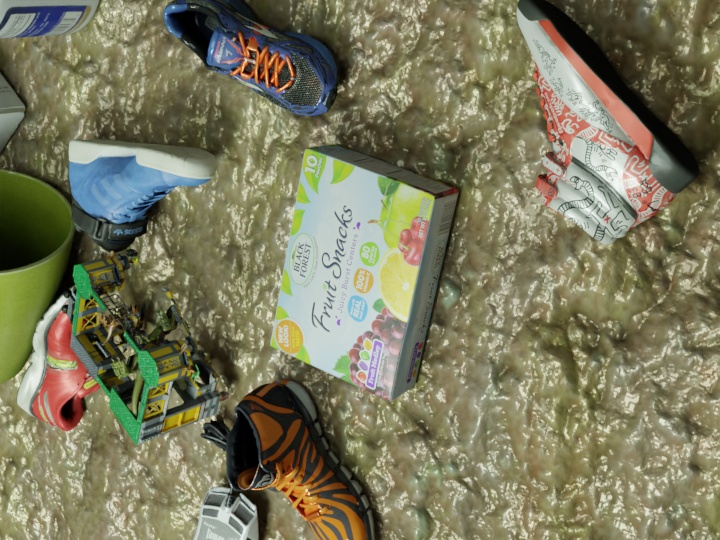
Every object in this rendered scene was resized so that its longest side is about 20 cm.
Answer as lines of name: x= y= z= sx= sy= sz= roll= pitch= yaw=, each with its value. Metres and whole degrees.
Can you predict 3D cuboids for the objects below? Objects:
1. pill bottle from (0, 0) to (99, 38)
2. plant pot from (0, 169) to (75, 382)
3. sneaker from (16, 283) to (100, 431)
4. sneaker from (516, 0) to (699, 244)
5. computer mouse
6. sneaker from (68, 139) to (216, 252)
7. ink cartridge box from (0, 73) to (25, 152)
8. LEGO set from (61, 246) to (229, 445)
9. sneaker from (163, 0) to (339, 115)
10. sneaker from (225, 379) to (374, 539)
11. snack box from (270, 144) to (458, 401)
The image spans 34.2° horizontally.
pill bottle: x=-0.364 y=-0.290 z=1.153 sx=0.119 sy=0.200 sz=0.121 roll=8 pitch=105 yaw=30
plant pot: x=-0.412 y=0.023 z=1.290 sx=0.186 sy=0.187 sz=0.201 roll=31 pitch=130 yaw=23
sneaker: x=-0.315 y=0.095 z=1.302 sx=0.085 sy=0.077 sz=0.201 roll=31 pitch=123 yaw=10
sneaker: x=0.166 y=-0.117 z=0.938 sx=0.202 sy=0.067 sz=0.108 roll=51 pitch=120 yaw=9
computer mouse: x=-0.138 y=0.265 z=1.240 sx=0.109 sy=0.044 sz=0.202 roll=22 pitch=107 yaw=22
sneaker: x=-0.223 y=-0.072 z=1.188 sx=0.199 sy=0.077 sz=0.112 roll=9 pitch=100 yaw=35
ink cartridge box: x=-0.490 y=-0.205 z=1.324 sx=0.200 sy=0.083 sz=0.147 roll=51 pitch=123 yaw=11
LEGO set: x=-0.206 y=0.070 z=1.189 sx=0.200 sy=0.115 sz=0.155 roll=39 pitch=132 yaw=36
sneaker: x=-0.105 y=-0.198 z=1.084 sx=0.199 sy=0.078 sz=0.076 roll=31 pitch=117 yaw=23
sneaker: x=-0.069 y=0.211 z=1.138 sx=0.077 sy=0.112 sz=0.201 roll=-36 pitch=82 yaw=33
snack box: x=0.000 y=0.000 z=1.080 sx=0.141 sy=0.053 sz=0.202 roll=22 pitch=113 yaw=28
